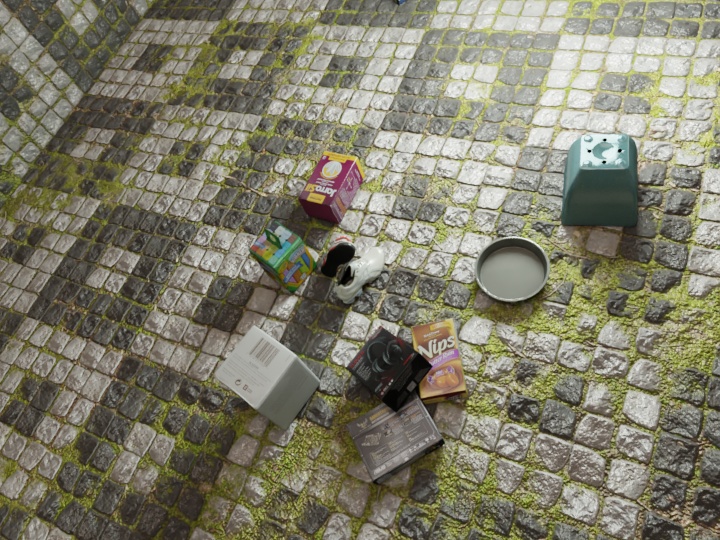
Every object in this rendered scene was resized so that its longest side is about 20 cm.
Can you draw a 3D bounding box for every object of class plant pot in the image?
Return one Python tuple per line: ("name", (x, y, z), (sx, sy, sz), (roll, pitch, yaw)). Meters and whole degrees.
("plant pot", (0.646, -0.256, 1.531), (0.194, 0.200, 0.198), (4, 62, 19))

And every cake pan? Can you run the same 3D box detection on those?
("cake pan", (0.411, 0.001, 1.556), (0.199, 0.037, 0.202), (-9, 59, 14))

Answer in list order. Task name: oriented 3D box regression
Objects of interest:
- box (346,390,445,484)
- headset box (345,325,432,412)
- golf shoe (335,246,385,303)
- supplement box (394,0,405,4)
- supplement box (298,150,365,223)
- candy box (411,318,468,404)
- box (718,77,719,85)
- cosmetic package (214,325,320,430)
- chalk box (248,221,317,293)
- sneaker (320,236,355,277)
("box", (0.085, 0.407, 1.421), (0.199, 0.048, 0.159), (-31, 55, -1))
("headset box", (0.065, 0.244, 1.469), (0.149, 0.077, 0.200), (-49, 36, -7))
("golf shoe", (0.000, 0.000, 1.659), (0.078, 0.097, 0.201), (26, 70, 30))
("supplement box", (0.134, -1.206, 2.254), (0.134, 0.200, 0.200), (-35, 57, -3))
("supplement box", (-0.091, -0.269, 1.842), (0.130, 0.103, 0.201), (16, 67, 25))
("candy box", (0.202, 0.233, 1.480), (0.116, 0.057, 0.201), (-13, 56, 12))
("box", (1.162, -0.563, 1.627), (0.199, 0.051, 0.158), (-34, 55, -3))
("cosmetic package", (-0.239, 0.286, 1.508), (0.167, 0.200, 0.167), (28, 72, 30))
("chalk box", (-0.236, -0.049, 1.703), (0.124, 0.200, 0.124), (33, 75, 31))
("sneaker", (-0.055, -0.065, 1.670), (0.067, 0.201, 0.108), (28, 59, -8))
